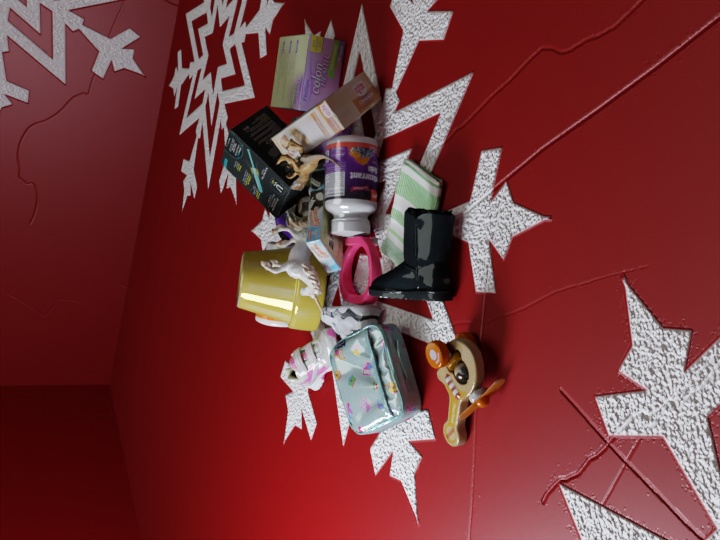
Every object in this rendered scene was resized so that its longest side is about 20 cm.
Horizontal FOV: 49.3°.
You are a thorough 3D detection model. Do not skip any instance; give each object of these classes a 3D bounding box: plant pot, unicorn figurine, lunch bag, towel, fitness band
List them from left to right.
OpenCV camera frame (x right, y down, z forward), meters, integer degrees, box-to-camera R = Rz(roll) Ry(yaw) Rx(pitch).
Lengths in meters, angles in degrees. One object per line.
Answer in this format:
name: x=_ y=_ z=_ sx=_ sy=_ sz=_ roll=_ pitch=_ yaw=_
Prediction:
plant pot: x=-0.184 y=0.030 z=1.806 sx=0.201 sy=0.189 sz=0.201 roll=-173 pitch=90 yaw=-79
unicorn figurine: x=-0.137 y=-0.021 z=1.689 sx=0.074 sy=0.137 sz=0.200 roll=35 pitch=-116 yaw=-70
fitness band: x=0.000 y=0.000 z=1.659 sx=0.200 sy=0.037 sz=0.144 roll=-176 pitch=87 yaw=-69
lunch bag: x=0.029 y=0.203 z=1.506 sx=0.160 sy=0.077 sz=0.200 roll=-33 pitch=67 yaw=39
towel: x=0.097 y=-0.101 z=1.518 sx=0.153 sy=0.023 sz=0.200 roll=46 pitch=126 yaw=54

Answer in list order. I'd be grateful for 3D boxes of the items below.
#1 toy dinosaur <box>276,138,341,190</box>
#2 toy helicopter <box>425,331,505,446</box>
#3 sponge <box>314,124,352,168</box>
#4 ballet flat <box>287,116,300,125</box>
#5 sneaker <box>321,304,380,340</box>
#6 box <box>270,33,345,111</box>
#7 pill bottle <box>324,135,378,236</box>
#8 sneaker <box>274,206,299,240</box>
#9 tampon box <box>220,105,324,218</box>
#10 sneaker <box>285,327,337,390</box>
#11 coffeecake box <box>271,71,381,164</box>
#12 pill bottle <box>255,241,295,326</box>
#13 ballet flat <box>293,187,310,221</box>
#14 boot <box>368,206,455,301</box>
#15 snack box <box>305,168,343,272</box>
toy dinosaur: x=-0.111 y=-0.231 z=1.653 sx=0.200 sy=0.106 sz=0.060 roll=-29 pitch=34 yaw=63
toy helicopter: x=0.173 y=0.209 z=1.307 sx=0.132 sy=0.079 sz=0.200 roll=32 pitch=126 yaw=49
sponge: x=-0.078 y=-0.300 z=1.868 sx=0.200 sy=0.030 sz=0.112 roll=0 pitch=87 yaw=63
ballet flat: x=-0.169 y=-0.315 z=1.941 sx=0.200 sy=0.072 sz=0.072 roll=121 pitch=143 yaw=-59
sneaker: x=-0.027 y=0.134 z=1.667 sx=0.200 sy=0.075 sz=0.115 roll=-9 pitch=76 yaw=59
box: x=-0.132 y=-0.478 z=1.921 sx=0.200 sy=0.097 sz=0.176 roll=26 pitch=109 yaw=61
pill bottle: x=-0.019 y=-0.175 z=1.653 sx=0.111 sy=0.111 sz=0.200 roll=-7 pitch=81 yaw=62
sneaker: x=-0.173 y=-0.107 z=1.993 sx=0.200 sy=0.069 sz=0.100 roll=-117 pitch=33 yaw=-50
tampon box: x=-0.211 y=-0.258 z=1.872 sx=0.200 sy=0.126 sz=0.150 roll=45 pitch=148 yaw=5
sneaker: x=-0.113 y=0.208 z=1.807 sx=0.200 sy=0.088 sz=0.081 roll=-62 pitch=36 yaw=37
coffeecake box: x=-0.074 y=-0.327 z=1.689 sx=0.200 sy=0.154 sz=0.073 roll=-23 pitch=107 yaw=48
pill bottle: x=-0.196 y=0.033 z=1.961 sx=0.114 sy=0.114 sz=0.200 roll=20 pitch=104 yaw=61
ballet flat: x=-0.103 y=-0.173 z=1.861 sx=0.200 sy=0.071 sz=0.071 roll=-40 pitch=52 yaw=53
boot: x=0.094 y=-0.030 z=1.441 sx=0.200 sy=0.076 sz=0.168 roll=1 pitch=90 yaw=50
snack box: x=-0.074 y=-0.110 z=1.706 sx=0.037 sy=0.116 sz=0.200 roll=-12 pitch=52 yaw=19
